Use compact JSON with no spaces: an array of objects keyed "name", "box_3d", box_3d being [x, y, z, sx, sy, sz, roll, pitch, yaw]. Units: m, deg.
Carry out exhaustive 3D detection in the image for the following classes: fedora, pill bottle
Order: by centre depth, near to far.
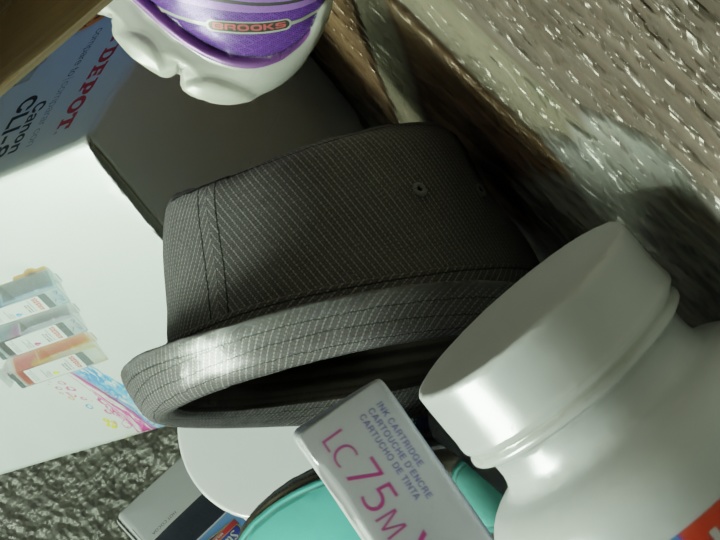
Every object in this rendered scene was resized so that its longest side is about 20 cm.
[{"name":"pill bottle","box_3d":[0.112,0.087,0.767,0.200,0.112,0.112,48,173,-7]},{"name":"fedora","box_3d":[0.000,0.000,0.924,0.177,0.200,0.091,-22,75,44]},{"name":"pill bottle","box_3d":[-0.006,0.075,1.185,0.111,0.111,0.200,46,-166,20]}]

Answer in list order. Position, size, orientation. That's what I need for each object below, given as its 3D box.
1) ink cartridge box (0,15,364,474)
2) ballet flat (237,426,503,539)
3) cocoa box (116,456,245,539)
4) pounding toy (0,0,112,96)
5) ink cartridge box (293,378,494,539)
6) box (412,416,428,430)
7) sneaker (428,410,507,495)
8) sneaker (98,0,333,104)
[{"name":"ink cartridge box","box_3d":[-0.115,-0.023,1.080,0.200,0.145,0.145,-17,123,36]},{"name":"ballet flat","box_3d":[0.042,0.087,0.995,0.073,0.200,0.073,37,-140,-39]},{"name":"cocoa box","box_3d":[-0.007,0.139,1.420,0.131,0.200,0.133,41,170,40]},{"name":"pounding toy","box_3d":[-0.135,-0.134,0.718,0.142,0.200,0.184,48,173,1]},{"name":"ink cartridge box","box_3d":[0.026,0.101,0.878,0.119,0.042,0.200,56,175,6]},{"name":"box","box_3d":[0.049,0.111,1.150,0.032,0.121,0.200,15,167,25]},{"name":"sneaker","box_3d":[0.099,0.107,0.868,0.200,0.099,0.078,32,163,11]},{"name":"sneaker","box_3d":[-0.094,-0.144,0.878,0.200,0.081,0.084,30,132,-2]}]
